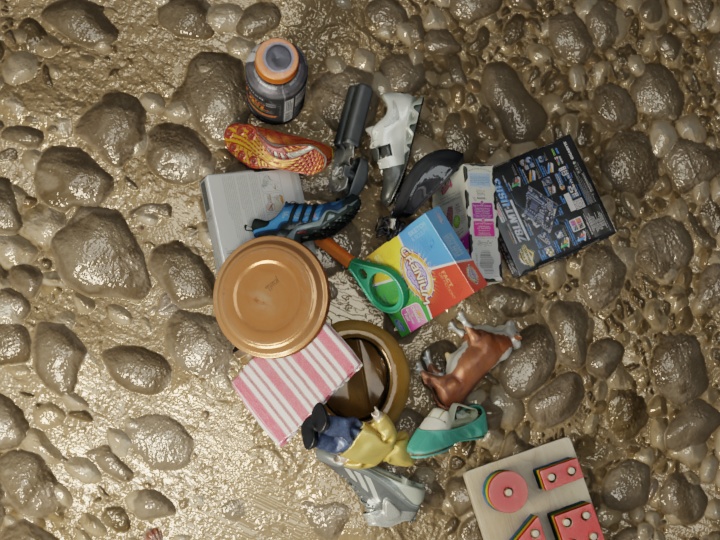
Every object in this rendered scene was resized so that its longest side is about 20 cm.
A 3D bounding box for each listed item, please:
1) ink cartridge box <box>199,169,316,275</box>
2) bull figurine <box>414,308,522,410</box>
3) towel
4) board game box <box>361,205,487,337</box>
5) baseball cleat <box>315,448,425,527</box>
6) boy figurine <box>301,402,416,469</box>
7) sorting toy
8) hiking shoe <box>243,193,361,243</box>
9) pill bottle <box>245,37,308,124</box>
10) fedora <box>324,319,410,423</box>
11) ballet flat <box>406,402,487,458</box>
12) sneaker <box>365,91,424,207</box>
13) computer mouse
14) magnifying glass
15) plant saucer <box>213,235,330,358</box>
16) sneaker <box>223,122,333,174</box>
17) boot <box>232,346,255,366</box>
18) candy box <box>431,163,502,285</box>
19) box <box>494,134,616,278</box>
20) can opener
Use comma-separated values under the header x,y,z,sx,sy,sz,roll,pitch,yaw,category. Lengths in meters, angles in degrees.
x,y,z,sx,sy,sz,roll,pitch,yaw,category
-0.174,-0.074,1.740,0.173,0.044,0.201,-8,82,-29,ink cartridge box
0.186,0.144,1.732,0.121,0.065,0.200,41,79,3,bull figurine
-0.105,0.170,1.645,0.200,0.030,0.146,-46,66,8,towel
0.100,0.005,1.682,0.040,0.200,0.153,-28,83,-43,board game box
0.006,0.365,1.679,0.199,0.070,0.107,22,87,2,baseball cleat
0.010,0.268,1.617,0.199,0.065,0.125,17,119,-28,boy figurine
0.301,0.408,1.701,0.198,0.070,0.201,-17,84,-8,sorting toy
-0.091,-0.092,1.708,0.199,0.074,0.087,-29,76,-19,hiking shoe
-0.142,-0.324,1.699,0.106,0.200,0.107,1,81,-5,pill bottle
-0.012,0.183,1.698,0.199,0.082,0.202,0,88,-6,fedora
0.142,0.257,1.665,0.199,0.067,0.071,-6,95,-50,ballet flat
0.047,-0.214,1.762,0.088,0.074,0.201,13,90,1,sneaker
0.091,-0.138,1.689,0.053,0.138,0.200,44,85,-9,computer mouse
0.000,0.000,1.723,0.200,0.080,0.022,39,41,21,magnifying glass
-0.148,0.043,1.637,0.199,0.032,0.202,-1,85,13,plant saucer
-0.144,-0.209,1.757,0.199,0.077,0.073,19,109,11,sneaker
-0.120,0.096,1.714,0.200,0.074,0.076,-43,102,-3,boot
0.180,-0.069,1.723,0.061,0.136,0.201,-1,82,-22,candy box
0.324,-0.114,1.792,0.198,0.050,0.201,-24,85,-8,box
-0.009,-0.227,1.783,0.067,0.053,0.201,21,78,-35,can opener
